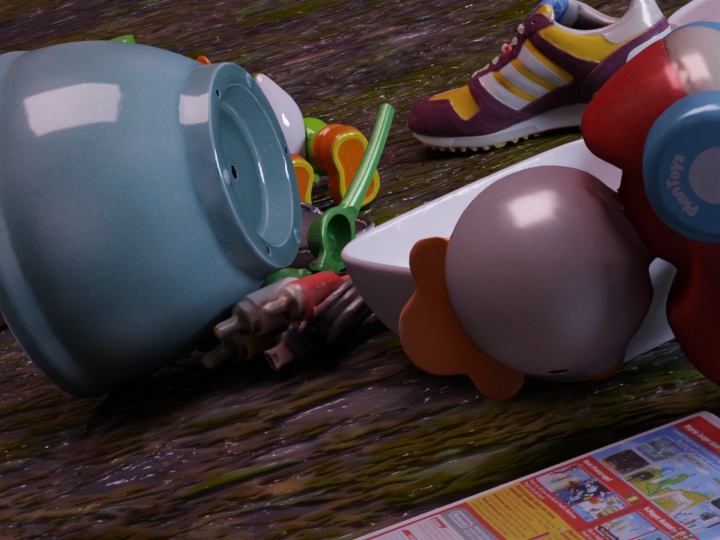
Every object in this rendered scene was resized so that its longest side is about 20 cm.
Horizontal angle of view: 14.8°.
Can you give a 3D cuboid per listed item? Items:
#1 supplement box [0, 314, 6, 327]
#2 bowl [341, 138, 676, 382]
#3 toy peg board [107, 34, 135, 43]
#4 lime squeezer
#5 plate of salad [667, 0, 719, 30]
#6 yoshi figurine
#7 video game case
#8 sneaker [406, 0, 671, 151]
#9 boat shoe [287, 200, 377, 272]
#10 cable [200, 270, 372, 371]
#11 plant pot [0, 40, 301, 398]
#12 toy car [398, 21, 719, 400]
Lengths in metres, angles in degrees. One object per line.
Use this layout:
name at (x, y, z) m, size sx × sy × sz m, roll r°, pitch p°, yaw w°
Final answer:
supplement box at (-0.302, -0.030, 1.842) m, size 0.200 × 0.133 × 0.197 m, roll -28°, pitch 19°, yaw -36°
bowl at (0.115, -0.006, 1.432) m, size 0.200 × 0.075 × 0.200 m, roll -26°, pitch 18°, yaw -29°
toy peg board at (-0.244, -0.127, 2.194) m, size 0.200 × 0.098 × 0.199 m, roll -18°, pitch 15°, yaw -5°
lime squeezer at (-0.034, -0.010, 1.619) m, size 0.200 × 0.038 × 0.071 m, roll -45°, pitch 29°, yaw -3°
plate of salad at (0.286, -0.178, 1.916) m, size 0.200 × 0.048 × 0.200 m, roll -24°, pitch 9°, yaw 4°
yoshi figurine at (-0.078, -0.068, 1.873) m, size 0.200 × 0.112 × 0.112 m, roll 27°, pitch 85°, yaw 49°
video game case at (0.081, 0.114, 1.149) m, size 0.200 × 0.017 × 0.143 m, roll -20°, pitch 15°, yaw -10°
sneaker at (0.118, -0.138, 1.866) m, size 0.200 × 0.090 × 0.075 m, roll -9°, pitch 17°, yaw 25°
boat shoe at (-0.068, -0.018, 1.692) m, size 0.201 × 0.061 × 0.072 m, roll -4°, pitch 20°, yaw 40°
cable at (0.000, 0.000, 1.552) m, size 0.200 × 0.050 × 0.097 m, roll -35°, pitch 1°, yaw -44°
plant pot at (-0.115, -0.042, 1.544) m, size 0.134 × 0.200 × 0.200 m, roll -16°, pitch 15°, yaw 18°
toy car at (0.117, 0.005, 1.252) m, size 0.200 × 0.177 × 0.184 m, roll -28°, pitch 13°, yaw 13°
